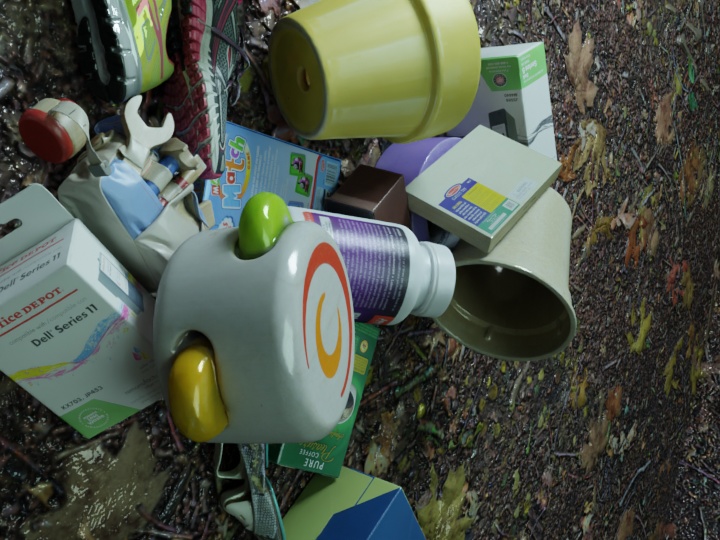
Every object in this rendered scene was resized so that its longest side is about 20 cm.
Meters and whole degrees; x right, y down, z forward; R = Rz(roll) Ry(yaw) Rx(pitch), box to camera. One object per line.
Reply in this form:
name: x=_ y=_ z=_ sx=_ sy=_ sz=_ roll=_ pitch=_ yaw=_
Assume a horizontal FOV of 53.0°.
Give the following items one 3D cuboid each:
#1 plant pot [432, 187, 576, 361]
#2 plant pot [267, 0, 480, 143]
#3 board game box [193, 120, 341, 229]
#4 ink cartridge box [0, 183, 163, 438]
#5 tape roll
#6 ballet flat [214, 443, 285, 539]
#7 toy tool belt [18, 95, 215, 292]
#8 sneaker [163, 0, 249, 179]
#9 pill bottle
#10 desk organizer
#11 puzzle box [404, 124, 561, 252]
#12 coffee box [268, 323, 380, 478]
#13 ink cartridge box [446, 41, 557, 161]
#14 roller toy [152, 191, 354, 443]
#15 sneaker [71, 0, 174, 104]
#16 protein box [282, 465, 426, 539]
plant pot: x=0.204 y=-0.014 z=0.970 sx=0.202 sy=0.197 sz=0.186 roll=56 pitch=45 yaw=-38
plant pot: x=0.005 y=-0.234 z=0.819 sx=0.186 sy=0.199 sz=0.205 roll=-22 pitch=114 yaw=-29
board game box: x=-0.107 y=-0.072 z=0.817 sx=0.198 sy=0.036 sz=0.155 roll=10 pitch=89 yaw=-51
ink cartridge box: x=-0.246 y=0.041 z=0.602 sx=0.116 sy=0.068 sz=0.201 roll=-28 pitch=128 yaw=8
tape roll: x=0.100 y=-0.086 z=1.026 sx=0.198 sy=0.084 sz=0.205 roll=-11 pitch=105 yaw=-49
ballet flat: x=-0.131 y=0.238 z=0.828 sx=0.071 sy=0.071 sz=0.205 roll=-22 pitch=112 yaw=-45
toy tool belt: x=-0.202 y=-0.085 z=0.644 sx=0.124 sy=0.122 sz=0.202 roll=-62 pitch=139 yaw=-40
sneaker: x=-0.144 y=-0.191 z=0.704 sx=0.074 sy=0.080 sz=0.205 roll=-1 pitch=90 yaw=-43
pill bottle: x=0.000 y=0.000 z=0.788 sx=0.196 sy=0.111 sz=0.114 roll=8 pitch=90 yaw=-23
desk organizer: x=0.022 y=-0.026 z=0.919 sx=0.077 sy=0.071 sz=0.203 roll=-50 pitch=143 yaw=-34
puzzle box: x=0.158 y=-0.112 z=0.929 sx=0.200 sy=0.132 sz=0.026 roll=-41 pitch=152 yaw=-37
coffee box: x=-0.049 y=0.151 z=0.916 sx=0.122 sy=0.043 sz=0.204 roll=27 pitch=75 yaw=-48
ink cartridge box: x=0.206 y=-0.224 z=1.081 sx=0.084 sy=0.143 sz=0.204 roll=-34 pitch=120 yaw=-40
roller toy: x=-0.090 y=0.056 z=0.625 sx=0.183 sy=0.136 sz=0.204 roll=56 pitch=33 yaw=-61
sneaker: x=-0.212 y=-0.258 z=0.644 sx=0.090 sy=0.077 sz=0.205 roll=-28 pitch=123 yaw=-52
protein box: x=-0.016 y=0.399 z=0.924 sx=0.199 sy=0.133 sz=0.203 roll=-48 pitch=129 yaw=-34
